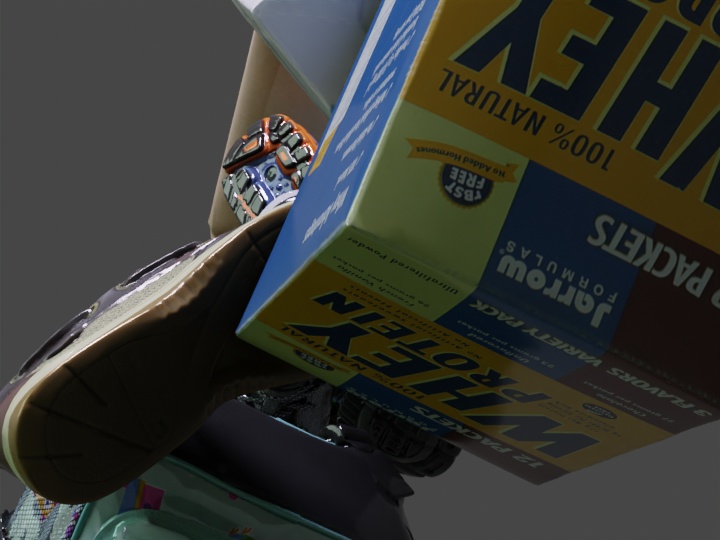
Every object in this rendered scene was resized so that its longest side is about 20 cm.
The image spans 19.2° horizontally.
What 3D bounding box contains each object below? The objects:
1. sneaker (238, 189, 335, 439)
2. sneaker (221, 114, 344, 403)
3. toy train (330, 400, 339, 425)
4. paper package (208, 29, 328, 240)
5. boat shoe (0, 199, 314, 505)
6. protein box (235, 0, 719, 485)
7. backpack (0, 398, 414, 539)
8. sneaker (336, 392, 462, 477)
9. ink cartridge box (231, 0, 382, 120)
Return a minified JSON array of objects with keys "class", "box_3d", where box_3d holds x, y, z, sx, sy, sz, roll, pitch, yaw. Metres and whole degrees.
[{"class":"sneaker","box_3d":[-0.043,0.061,1.021,0.114,0.075,0.202,-73,-6,-87]},{"class":"sneaker","box_3d":[0.000,0.000,1.129,0.075,0.078,0.201,-41,54,23]},{"class":"toy train","box_3d":[-0.006,0.080,1.228,0.201,0.042,0.057,-59,-1,41]},{"class":"paper package","box_3d":[0.008,-0.116,1.279,0.191,0.103,0.201,-52,-13,-39]},{"class":"boat shoe","box_3d":[-0.064,0.020,0.835,0.199,0.074,0.065,-28,23,-32]},{"class":"protein box","box_3d":[0.068,-0.053,0.746,0.201,0.134,0.199,-67,7,-16]},{"class":"backpack","box_3d":[-0.080,0.163,0.912,0.200,0.175,0.154,-52,28,26]},{"class":"sneaker","box_3d":[0.048,0.003,0.969,0.201,0.076,0.091,-57,6,41]},{"class":"ink cartridge box","box_3d":[0.002,-0.100,0.957,0.067,0.116,0.200,-40,13,1]}]
